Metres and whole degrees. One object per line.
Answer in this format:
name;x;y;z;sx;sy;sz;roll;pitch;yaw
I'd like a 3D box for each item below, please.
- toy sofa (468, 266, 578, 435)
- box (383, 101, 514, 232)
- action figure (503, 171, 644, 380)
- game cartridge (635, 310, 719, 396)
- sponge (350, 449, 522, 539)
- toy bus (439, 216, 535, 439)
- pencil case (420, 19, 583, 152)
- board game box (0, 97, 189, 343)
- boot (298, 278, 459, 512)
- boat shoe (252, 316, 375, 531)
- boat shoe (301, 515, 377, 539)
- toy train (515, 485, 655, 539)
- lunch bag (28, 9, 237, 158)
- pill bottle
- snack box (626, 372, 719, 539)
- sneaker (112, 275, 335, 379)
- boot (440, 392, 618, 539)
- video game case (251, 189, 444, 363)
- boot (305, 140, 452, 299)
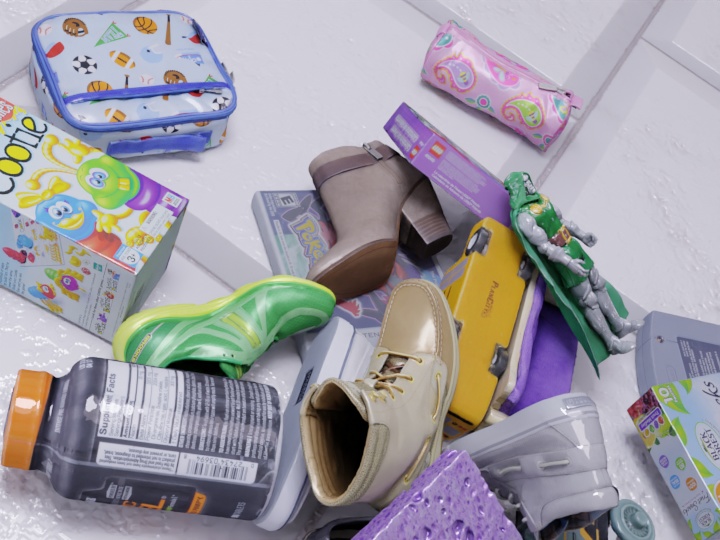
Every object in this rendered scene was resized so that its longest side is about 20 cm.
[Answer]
toy sofa;0.172;0.089;0.939;0.082;0.098;0.201;26;46;-3
box;0.120;-0.087;1.015;0.199;0.039;0.137;35;12;-22
action figure;0.198;-0.010;0.935;0.201;0.054;0.118;53;36;-10
game cartridge;0.359;0.138;1.031;0.132;0.041;0.202;15;48;-19
sponge;0.034;0.240;0.734;0.199;0.030;0.112;-38;102;-26
toy bus;0.103;0.051;0.921;0.065;0.078;0.202;28;58;-11
pencil case;0.172;-0.229;1.207;0.199;0.088;0.088;30;46;1
board game box;-0.264;-0.045;0.833;0.198;0.105;0.104;28;46;-3
boot;0.016;0.091;0.780;0.072;0.155;0.203;3;77;27
boat shoe;-0.029;0.132;0.823;0.065;0.073;0.201;34;56;-17
boat shoe;0.047;0.235;0.782;0.198;0.063;0.073;11;47;-19
toy train;0.181;0.254;0.809;0.113;0.085;0.201;27;44;-13
lunch bag;-0.225;-0.187;0.991;0.198;0.076;0.161;-12;62;-32
pill bottle;-0.166;0.125;0.742;0.198;0.107;0.107;11;49;-17
snack box;0.376;0.171;0.953;0.198;0.053;0.143;-6;55;-28
sneaker;-0.111;0.064;0.845;0.198;0.074;0.084;-16;63;-22
boot;0.128;0.174;0.789;0.073;0.200;0.097;-2;66;-26
video game case;0.000;0.000;0.980;0.180;0.023;0.202;-3;55;-28
boot;-0.007;-0.058;0.971;0.198;0.071;0.147;-19;58;-37
